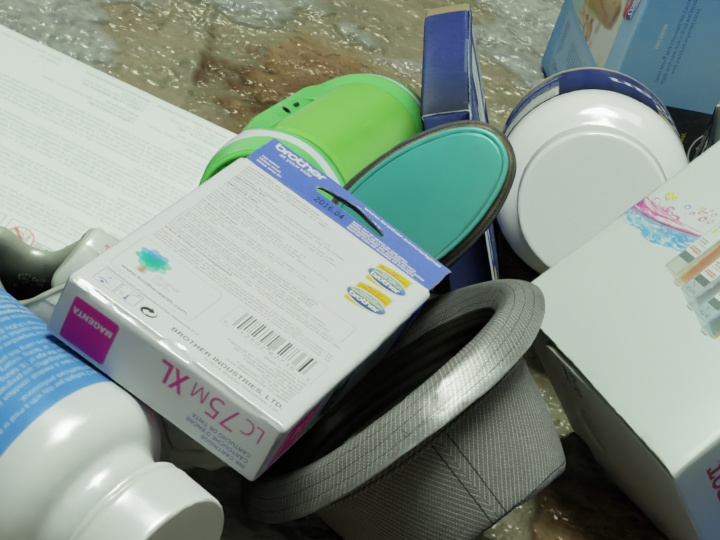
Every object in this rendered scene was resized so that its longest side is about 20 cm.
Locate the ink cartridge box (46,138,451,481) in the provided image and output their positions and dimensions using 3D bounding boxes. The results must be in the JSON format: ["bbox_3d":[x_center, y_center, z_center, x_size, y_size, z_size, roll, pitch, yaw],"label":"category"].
[{"bbox_3d":[-0.046,0.013,1.173,0.119,0.042,0.200,36,34,8],"label":"ink cartridge box"}]

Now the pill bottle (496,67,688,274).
[{"bbox_3d":[0.131,-0.051,1.419,0.111,0.111,0.200,21,12,0],"label":"pill bottle"}]

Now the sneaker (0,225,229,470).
[{"bbox_3d":[-0.112,0.030,1.202,0.199,0.100,0.078,12,38,14],"label":"sneaker"}]

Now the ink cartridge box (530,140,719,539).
[{"bbox_3d":[0.207,0.036,1.280,0.200,0.145,0.145,-36,52,-4],"label":"ink cartridge box"}]

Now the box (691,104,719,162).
[{"bbox_3d":[0.276,0.006,1.458,0.200,0.122,0.106,21,32,1],"label":"box"}]

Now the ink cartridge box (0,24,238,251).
[{"bbox_3d":[-0.178,-0.032,1.358,0.160,0.047,0.200,26,50,7],"label":"ink cartridge box"}]

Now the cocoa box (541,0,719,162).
[{"bbox_3d":[0.217,-0.171,1.612,0.131,0.200,0.134,8,35,-16],"label":"cocoa box"}]

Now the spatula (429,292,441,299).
[{"bbox_3d":[0.002,0.017,1.387,0.199,0.021,0.057,8,30,-19],"label":"spatula"}]

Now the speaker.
[{"bbox_3d":[-0.022,-0.054,1.395,0.088,0.089,0.200,27,23,11],"label":"speaker"}]

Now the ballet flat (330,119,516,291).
[{"bbox_3d":[0.000,0.000,1.282,0.073,0.200,0.073,46,1,-1],"label":"ballet flat"}]

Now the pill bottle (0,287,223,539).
[{"bbox_3d":[-0.161,0.079,1.125,0.200,0.112,0.112,35,36,23],"label":"pill bottle"}]

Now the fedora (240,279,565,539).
[{"bbox_3d":[0.034,0.087,1.206,0.177,0.200,0.090,-39,98,-13],"label":"fedora"}]

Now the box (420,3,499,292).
[{"bbox_3d":[0.057,-0.060,1.416,0.032,0.121,0.200,-8,25,5],"label":"box"}]
